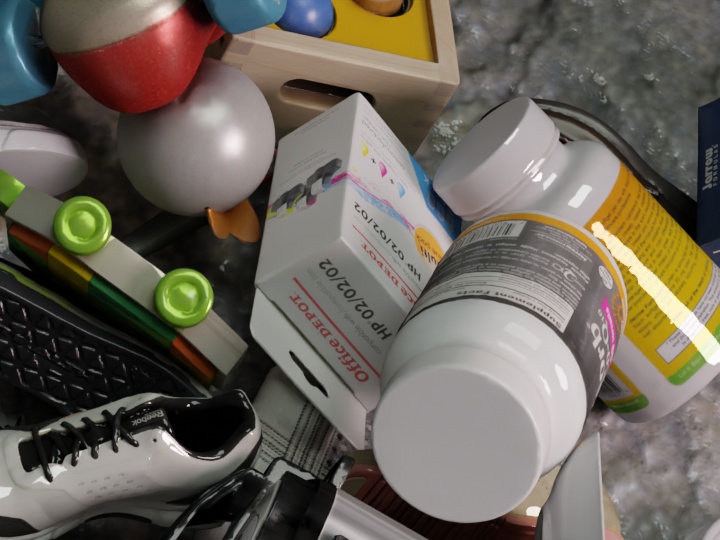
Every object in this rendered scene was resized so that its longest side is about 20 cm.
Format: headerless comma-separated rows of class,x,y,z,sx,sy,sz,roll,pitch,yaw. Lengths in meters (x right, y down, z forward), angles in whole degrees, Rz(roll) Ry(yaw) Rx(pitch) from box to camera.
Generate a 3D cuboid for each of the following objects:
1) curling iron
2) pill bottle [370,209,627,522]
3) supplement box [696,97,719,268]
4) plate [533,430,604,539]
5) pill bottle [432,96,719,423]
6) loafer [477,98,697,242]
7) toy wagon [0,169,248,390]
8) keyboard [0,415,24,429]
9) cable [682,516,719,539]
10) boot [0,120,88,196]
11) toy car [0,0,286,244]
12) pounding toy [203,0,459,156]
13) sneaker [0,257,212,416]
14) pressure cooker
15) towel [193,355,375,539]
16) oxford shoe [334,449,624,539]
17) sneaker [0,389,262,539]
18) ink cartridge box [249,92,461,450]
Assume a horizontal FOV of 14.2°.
curling iron,-0.094,-0.037,1.794,0.026,0.050,0.200,46,52,14
pill bottle,0.076,0.053,1.609,0.116,0.116,0.200,33,29,0
supplement box,0.354,-0.043,1.882,0.200,0.200,0.134,42,38,-32
plate,0.107,0.222,1.586,0.032,0.200,0.200,4,49,-2
pill bottle,0.140,-0.010,1.807,0.200,0.111,0.111,46,43,-15
loafer,0.160,-0.041,1.907,0.200,0.073,0.071,32,43,-2
toy wagon,-0.152,-0.003,1.656,0.200,0.155,0.040,35,78,1
keyboard,-0.235,0.136,1.584,0.104,0.040,0.200,1,48,-8
cable,0.269,0.229,1.746,0.200,0.069,0.200,42,46,9
boot,-0.263,-0.094,1.723,0.200,0.074,0.096,1,60,-26
toy car,-0.104,-0.110,1.733,0.177,0.184,0.200,-74,144,-60
pounding toy,-0.006,-0.182,1.888,0.200,0.142,0.184,10,50,-20
sneaker,-0.154,0.048,1.663,0.200,0.072,0.083,37,15,-6
pressure cooker,-0.028,0.207,1.536,0.200,0.179,0.176,31,25,-2
towel,0.006,0.152,1.694,0.192,0.035,0.200,29,45,-3
oxford shoe,0.064,0.133,1.685,0.200,0.071,0.074,20,43,-29
sneaker,-0.145,0.098,1.564,0.200,0.080,0.074,-6,53,-25
ink cartridge box,0.000,0.000,1.736,0.115,0.068,0.200,49,26,-26
